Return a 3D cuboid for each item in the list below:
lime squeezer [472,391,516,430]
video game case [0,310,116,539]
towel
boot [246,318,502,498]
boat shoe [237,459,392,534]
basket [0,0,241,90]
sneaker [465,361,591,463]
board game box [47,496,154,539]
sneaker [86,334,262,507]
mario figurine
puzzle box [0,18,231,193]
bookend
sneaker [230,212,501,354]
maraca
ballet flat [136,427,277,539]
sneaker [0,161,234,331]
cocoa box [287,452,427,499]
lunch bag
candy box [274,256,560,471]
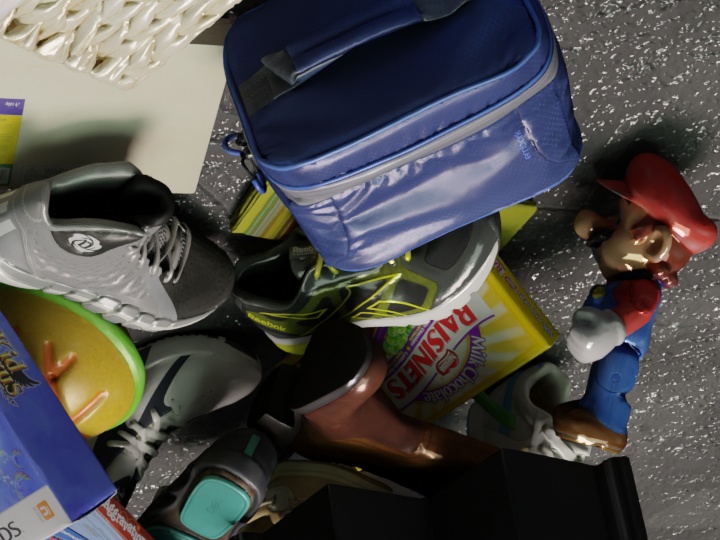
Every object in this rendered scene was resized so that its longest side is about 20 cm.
[{"bbox_3d":[0.034,0.079,1.407,0.199,0.071,0.038,-2,-178,37],"label":"lime squeezer"},{"bbox_3d":[-0.265,0.092,1.197,0.181,0.200,0.045,-32,-179,44],"label":"video game case"},{"bbox_3d":[0.016,-0.039,1.284,0.199,0.018,0.086,9,143,-29],"label":"towel"},{"bbox_3d":[0.041,0.115,1.281,0.199,0.069,0.188,25,149,-13],"label":"boot"},{"bbox_3d":[-0.053,0.178,1.366,0.073,0.063,0.200,29,154,-36],"label":"boat shoe"},{"bbox_3d":[-0.107,-0.202,0.937,0.200,0.136,0.123,-35,142,25],"label":"basket"},{"bbox_3d":[0.129,0.154,1.419,0.076,0.200,0.081,28,126,-31],"label":"sneaker"},{"bbox_3d":[-0.178,0.197,1.309,0.103,0.020,0.200,0,145,27],"label":"board game box"},{"bbox_3d":[-0.160,0.127,1.347,0.198,0.130,0.080,-10,145,-5],"label":"sneaker"},{"bbox_3d":[0.163,0.015,1.292,0.106,0.123,0.201,16,90,-31],"label":"mario figurine"},{"bbox_3d":[-0.184,-0.100,1.132,0.199,0.025,0.133,1,141,-19],"label":"puzzle box"},{"bbox_3d":[0.052,0.191,1.257,0.198,0.092,0.200,15,142,-34],"label":"bookend"},{"bbox_3d":[0.000,0.000,1.249,0.200,0.075,0.085,-26,146,28],"label":"sneaker"},{"bbox_3d":[-0.237,0.047,1.248,0.199,0.107,0.137,22,131,-4],"label":"maraca"},{"bbox_3d":[-0.112,0.168,1.347,0.073,0.073,0.200,8,146,-26],"label":"ballet flat"},{"bbox_3d":[-0.133,-0.017,1.175,0.200,0.075,0.115,11,155,-42],"label":"sneaker"},{"bbox_3d":[-0.013,0.220,1.489,0.133,0.131,0.200,-9,150,-45],"label":"cocoa box"},{"bbox_3d":[0.015,-0.104,1.089,0.199,0.136,0.132,-25,141,4],"label":"lunch bag"},{"bbox_3d":[0.037,0.057,1.342,0.200,0.026,0.102,-37,96,35],"label":"candy box"}]
